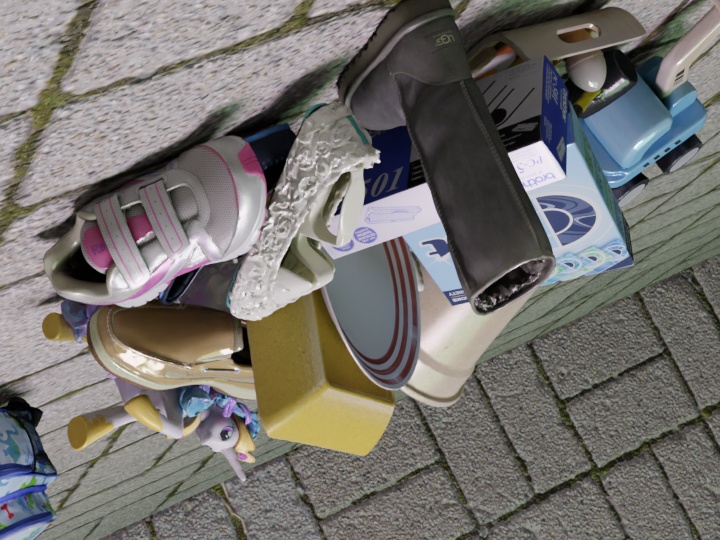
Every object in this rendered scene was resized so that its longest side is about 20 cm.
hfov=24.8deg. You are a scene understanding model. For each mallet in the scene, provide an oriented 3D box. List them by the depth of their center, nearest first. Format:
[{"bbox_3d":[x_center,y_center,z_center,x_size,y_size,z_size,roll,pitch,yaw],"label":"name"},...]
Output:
[{"bbox_3d":[0.180,-0.134,1.415,0.066,0.041,0.200,-33,-173,39],"label":"mallet"}]

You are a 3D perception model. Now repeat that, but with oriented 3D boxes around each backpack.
[{"bbox_3d":[-0.381,0.210,1.527,0.182,0.148,0.200,-29,167,0],"label":"backpack"}]

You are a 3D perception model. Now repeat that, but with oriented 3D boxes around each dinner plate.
[{"bbox_3d":[0.000,0.000,1.331,0.024,0.202,0.200,-15,175,21],"label":"dinner plate"}]

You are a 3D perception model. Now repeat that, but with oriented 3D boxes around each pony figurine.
[{"bbox_3d":[-0.174,0.081,1.391,0.166,0.194,0.199,-35,149,25],"label":"pony figurine"}]

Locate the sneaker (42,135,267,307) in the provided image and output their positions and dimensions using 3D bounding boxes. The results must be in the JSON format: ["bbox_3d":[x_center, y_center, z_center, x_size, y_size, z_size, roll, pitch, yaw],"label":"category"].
[{"bbox_3d":[-0.146,-0.025,1.141,0.199,0.082,0.088,-35,169,35],"label":"sneaker"}]

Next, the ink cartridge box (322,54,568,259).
[{"bbox_3d":[0.058,-0.083,1.224,0.198,0.095,0.044,-19,132,27],"label":"ink cartridge box"}]

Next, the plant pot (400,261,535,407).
[{"bbox_3d":[0.094,0.005,1.676,0.183,0.201,0.200,-43,165,23],"label":"plant pot"}]

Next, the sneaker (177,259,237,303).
[{"bbox_3d":[-0.100,0.019,1.516,0.199,0.076,0.115,-27,172,29],"label":"sneaker"}]

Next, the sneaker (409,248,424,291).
[{"bbox_3d":[0.046,-0.041,1.469,0.199,0.116,0.074,-31,168,13],"label":"sneaker"}]

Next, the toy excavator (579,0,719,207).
[{"bbox_3d":[0.278,-0.165,1.516,0.194,0.100,0.200,-35,165,-4],"label":"toy excavator"}]

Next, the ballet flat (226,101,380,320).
[{"bbox_3d":[-0.040,-0.026,1.165,0.071,0.072,0.201,-18,143,-42],"label":"ballet flat"}]

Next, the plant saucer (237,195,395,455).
[{"bbox_3d":[-0.029,0.040,1.331,0.048,0.202,0.200,-14,164,21],"label":"plant saucer"}]

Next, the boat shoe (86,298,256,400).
[{"bbox_3d":[-0.122,0.054,1.297,0.076,0.072,0.199,-25,156,37],"label":"boat shoe"}]

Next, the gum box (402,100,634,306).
[{"bbox_3d":[0.120,-0.049,1.354,0.168,0.045,0.200,-13,148,17],"label":"gum box"}]

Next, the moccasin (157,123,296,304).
[{"bbox_3d":[-0.100,-0.039,1.221,0.080,0.069,0.200,-18,166,-41],"label":"moccasin"}]

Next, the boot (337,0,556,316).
[{"bbox_3d":[0.059,-0.066,1.116,0.072,0.201,0.182,-23,170,-15],"label":"boot"}]

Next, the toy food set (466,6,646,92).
[{"bbox_3d":[0.122,-0.138,1.327,0.143,0.061,0.200,-19,167,-39],"label":"toy food set"}]
